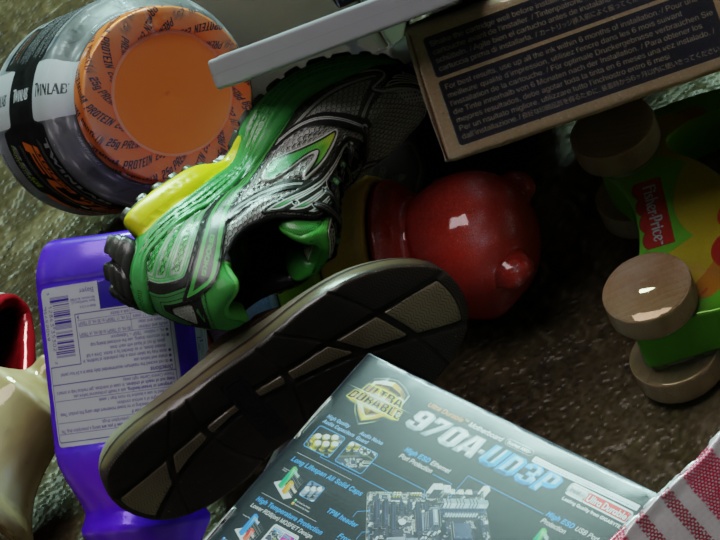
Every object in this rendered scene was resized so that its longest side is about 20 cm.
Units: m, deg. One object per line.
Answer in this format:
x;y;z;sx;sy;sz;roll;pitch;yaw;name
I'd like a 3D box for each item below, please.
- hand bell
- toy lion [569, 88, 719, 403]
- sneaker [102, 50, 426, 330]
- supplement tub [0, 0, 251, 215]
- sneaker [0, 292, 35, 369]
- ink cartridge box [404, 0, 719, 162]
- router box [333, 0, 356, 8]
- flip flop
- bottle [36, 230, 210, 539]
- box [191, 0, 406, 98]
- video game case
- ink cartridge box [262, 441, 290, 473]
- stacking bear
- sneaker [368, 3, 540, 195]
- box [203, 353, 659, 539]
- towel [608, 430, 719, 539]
-0.158;0.043;1.613;0.200;0.104;0.104;-51;41;-9;hand bell
0.213;-0.026;1.475;0.191;0.069;0.200;-18;41;10;toy lion
-0.031;-0.033;1.474;0.085;0.078;0.200;26;56;33;sneaker
-0.134;-0.094;1.685;0.123;0.123;0.200;-46;12;-13;supplement tub
-0.259;0.081;1.668;0.115;0.078;0.200;-9;44;54;sneaker
0.131;-0.127;1.506;0.164;0.075;0.200;-18;6;20;ink cartridge box
0.025;-0.225;1.551;0.157;0.052;0.200;-25;31;-3;router box
-0.041;0.052;1.460;0.200;0.081;0.058;-33;30;7;flip flop
-0.115;0.080;1.512;0.083;0.065;0.201;-8;87;15;bottle
-0.042;-0.215;1.807;0.128;0.109;0.200;-14;43;24;box
0.027;-0.138;1.515;0.143;0.017;0.200;-18;6;28;video game case
0.000;0.144;1.441;0.200;0.068;0.117;3;52;38;ink cartridge box
0.000;0.000;1.564;0.199;0.114;0.122;-13;43;19;stacking bear
0.068;-0.101;1.652;0.099;0.070;0.200;36;57;21;sneaker
0.027;0.138;1.339;0.200;0.046;0.159;24;65;42;box
0.206;0.118;1.280;0.200;0.146;0.030;-43;1;-9;towel
